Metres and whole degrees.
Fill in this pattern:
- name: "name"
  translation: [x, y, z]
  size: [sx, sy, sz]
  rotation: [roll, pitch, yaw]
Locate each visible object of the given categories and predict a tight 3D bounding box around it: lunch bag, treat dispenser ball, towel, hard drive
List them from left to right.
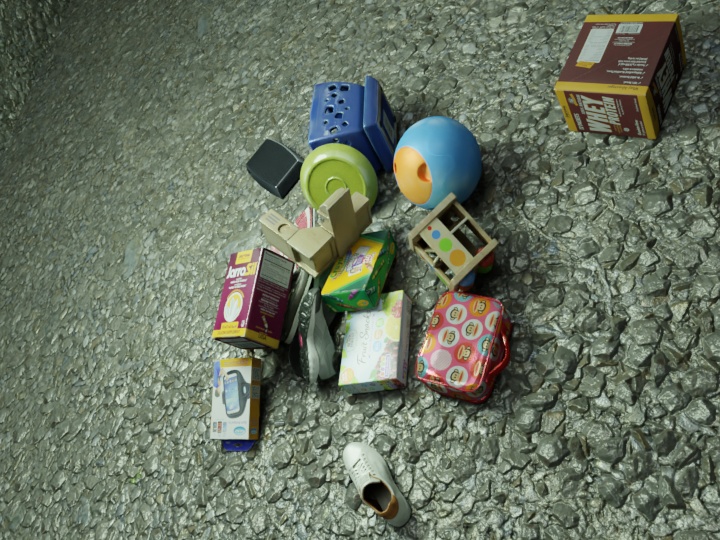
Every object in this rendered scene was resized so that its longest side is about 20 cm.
- name: "hard drive"
  translation: [-0.242, -0.296, 1.976]
  size: [0.136, 0.042, 0.199]
  rotation: [-49, 47, -3]
- name: "towel"
  translation: [-0.170, -0.048, 1.728]
  size: [0.199, 0.022, 0.147]
  rotation: [-41, 41, 41]
- name: "treat dispenser ball"
  translation: [0.170, -0.235, 1.549]
  size: [0.197, 0.201, 0.205]
  rotation: [-17, 53, 24]
- name: "lunch bag"
  translation: [0.211, 0.147, 1.359]
  size: [0.173, 0.082, 0.204]
  rotation: [9, 67, 37]

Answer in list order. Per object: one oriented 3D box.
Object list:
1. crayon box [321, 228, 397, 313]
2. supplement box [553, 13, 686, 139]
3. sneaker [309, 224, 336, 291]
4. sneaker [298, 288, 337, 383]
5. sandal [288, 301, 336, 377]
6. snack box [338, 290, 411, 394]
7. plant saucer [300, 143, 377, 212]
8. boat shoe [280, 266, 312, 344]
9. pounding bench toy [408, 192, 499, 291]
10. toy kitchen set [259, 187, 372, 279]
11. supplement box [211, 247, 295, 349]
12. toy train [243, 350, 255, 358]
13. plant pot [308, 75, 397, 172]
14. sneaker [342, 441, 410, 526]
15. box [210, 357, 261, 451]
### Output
- name: "crayon box"
  translation: [0.000, 0.000, 1.573]
  size: [0.116, 0.059, 0.202]
  rotation: [-9, 38, 30]
- name: "supplement box"
  translation: [0.540, -0.404, 1.452]
  size: [0.194, 0.133, 0.203]
  rotation: [15, 71, 39]
- name: "sneaker"
  translation: [-0.080, -0.003, 1.660]
  size: [0.074, 0.077, 0.206]
  rotation: [152, 129, -72]
- name: "sneaker"
  translation: [-0.090, 0.138, 1.515]
  size: [0.074, 0.077, 0.206]
  rotation: [-157, 63, -67]
- name: "sandal"
  translation: [-0.106, 0.140, 1.578]
  size: [0.074, 0.045, 0.204]
  rotation: [24, 77, -1]
- name: "snack box"
  translation: [0.033, 0.153, 1.495]
  size: [0.139, 0.053, 0.205]
  rotation: [-13, 54, 29]
- name: "plant saucer"
  translation: [-0.056, -0.203, 1.690]
  size: [0.196, 0.203, 0.031]
  rotation: [-17, 24, 23]
- name: "boat shoe"
  translation: [-0.157, 0.061, 1.606]
  size: [0.072, 0.059, 0.207]
  rotation: [160, 128, -77]
- name: "pounding bench toy"
  translation: [0.198, -0.037, 1.465]
  size: [0.124, 0.200, 0.157]
  rotation: [-41, 78, -3]
- name: "toy kitchen set"
  translation: [-0.104, -0.137, 1.577]
  size: [0.179, 0.165, 0.200]
  rotation: [34, 65, 29]
- name: "supplement box"
  translation: [-0.238, 0.066, 1.567]
  size: [0.129, 0.102, 0.205]
  rotation: [-9, 64, 44]
- name: "toy train"
  translation: [-0.209, 0.151, 1.656]
  size: [0.112, 0.085, 0.206]
  rotation: [1, 71, 14]
- name: "plant pot"
  translation: [-0.009, -0.349, 1.756]
  size: [0.175, 0.201, 0.204]
  rotation: [-11, 54, 19]
- name: "sneaker"
  translation: [0.018, 0.391, 1.334]
  size: [0.073, 0.085, 0.200]
  rotation: [-48, 46, -1]
- name: "box"
  translation: [-0.284, 0.304, 1.592]
  size: [0.116, 0.041, 0.206]
  rotation: [-8, 73, 31]
